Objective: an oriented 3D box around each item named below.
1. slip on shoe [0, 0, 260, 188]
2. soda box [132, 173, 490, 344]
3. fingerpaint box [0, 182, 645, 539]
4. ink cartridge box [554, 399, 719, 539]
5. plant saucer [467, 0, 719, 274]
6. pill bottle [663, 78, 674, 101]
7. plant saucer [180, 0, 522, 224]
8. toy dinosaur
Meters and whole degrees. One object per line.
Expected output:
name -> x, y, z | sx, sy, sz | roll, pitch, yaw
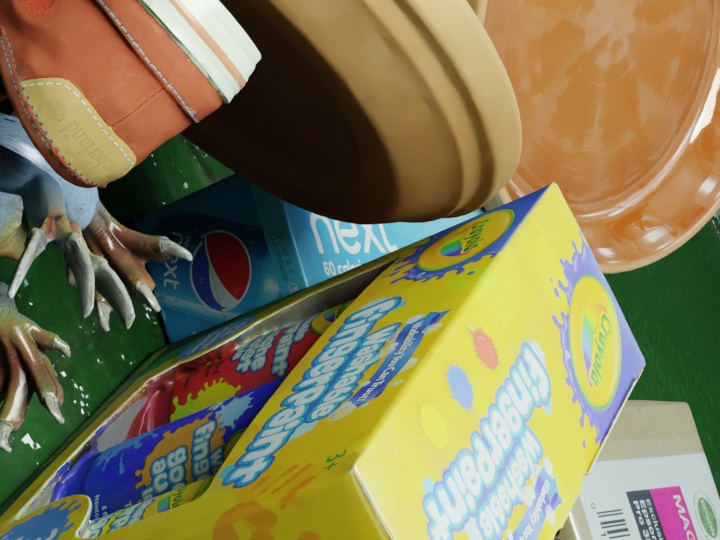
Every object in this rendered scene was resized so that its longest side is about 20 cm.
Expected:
slip on shoe -> -0.097, -0.079, 0.576 | 0.074, 0.061, 0.200 | 49, -6, -39
soda box -> 0.000, 0.000, 0.839 | 0.200, 0.064, 0.068 | -2, 72, -61
fingerpaint box -> -0.022, 0.065, 0.639 | 0.074, 0.166, 0.200 | 61, 28, -12
ink cartridge box -> 0.108, 0.158, 0.908 | 0.164, 0.075, 0.201 | 3, 67, -60
plant saucer -> 0.108, -0.100, 0.907 | 0.200, 0.032, 0.202 | -15, 112, -41
pill bottle -> 0.098, -0.127, 0.992 | 0.114, 0.114, 0.201 | -29, 123, -63
plant saucer -> -0.041, -0.079, 0.655 | 0.038, 0.200, 0.200 | -50, 123, -17
toy dinosaur -> -0.133, -0.016, 0.584 | 0.181, 0.105, 0.200 | 45, 8, -48
